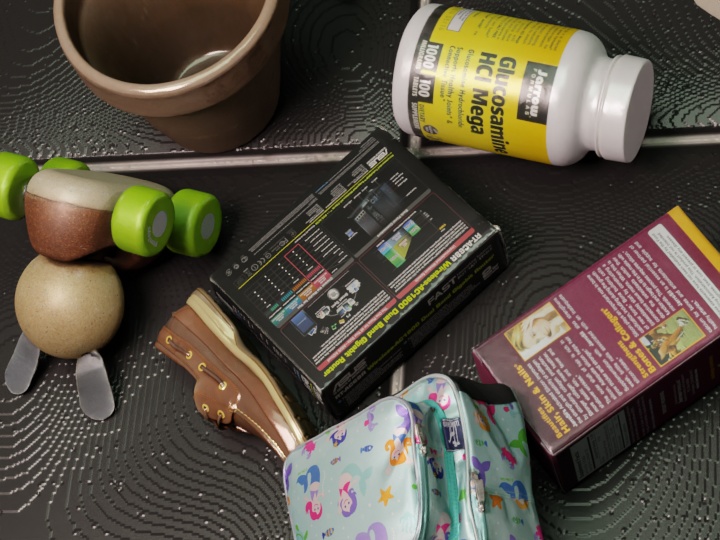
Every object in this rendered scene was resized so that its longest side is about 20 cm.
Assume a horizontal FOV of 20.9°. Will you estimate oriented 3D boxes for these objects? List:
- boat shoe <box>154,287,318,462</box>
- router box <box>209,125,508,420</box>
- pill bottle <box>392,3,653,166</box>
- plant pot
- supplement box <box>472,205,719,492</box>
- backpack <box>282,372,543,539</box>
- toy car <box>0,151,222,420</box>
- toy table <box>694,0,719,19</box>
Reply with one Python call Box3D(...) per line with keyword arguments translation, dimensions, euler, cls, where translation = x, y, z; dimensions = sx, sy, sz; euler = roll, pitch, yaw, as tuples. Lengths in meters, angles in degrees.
Box3D(translation=(-0.097, 0.101, 1.563), dimensions=(0.067, 0.072, 0.200), euler=(-40, 56, -2), cls="boat shoe")
Box3D(translation=(0.000, 0.000, 1.591), dimensions=(0.200, 0.062, 0.150), euler=(-42, 60, -9), cls="router box")
Box3D(translation=(0.135, -0.150, 1.606), dimensions=(0.198, 0.113, 0.113), euler=(13, 67, 20), cls="pill bottle")
Box3D(translation=(-0.140, -0.191, 1.662), dimensions=(0.198, 0.175, 0.202), euler=(-6, 61, 11), cls="plant pot")
Box3D(translation=(0.200, 0.061, 1.495), dimensions=(0.199, 0.086, 0.111), euler=(-35, 60, -5), cls="supplement box")
Box3D(translation=(0.043, 0.190, 1.417), dimensions=(0.177, 0.150, 0.202), euler=(-30, 65, 40), cls="backpack")
Box3D(translation=(-0.230, 0.017, 1.626), dimensions=(0.163, 0.158, 0.202), euler=(14, 96, 24), cls="toy car")
Box3D(translation=(0.362, -0.189, 1.568), dimensions=(0.182, 0.117, 0.202), euler=(1, 64, 15), cls="toy table")
